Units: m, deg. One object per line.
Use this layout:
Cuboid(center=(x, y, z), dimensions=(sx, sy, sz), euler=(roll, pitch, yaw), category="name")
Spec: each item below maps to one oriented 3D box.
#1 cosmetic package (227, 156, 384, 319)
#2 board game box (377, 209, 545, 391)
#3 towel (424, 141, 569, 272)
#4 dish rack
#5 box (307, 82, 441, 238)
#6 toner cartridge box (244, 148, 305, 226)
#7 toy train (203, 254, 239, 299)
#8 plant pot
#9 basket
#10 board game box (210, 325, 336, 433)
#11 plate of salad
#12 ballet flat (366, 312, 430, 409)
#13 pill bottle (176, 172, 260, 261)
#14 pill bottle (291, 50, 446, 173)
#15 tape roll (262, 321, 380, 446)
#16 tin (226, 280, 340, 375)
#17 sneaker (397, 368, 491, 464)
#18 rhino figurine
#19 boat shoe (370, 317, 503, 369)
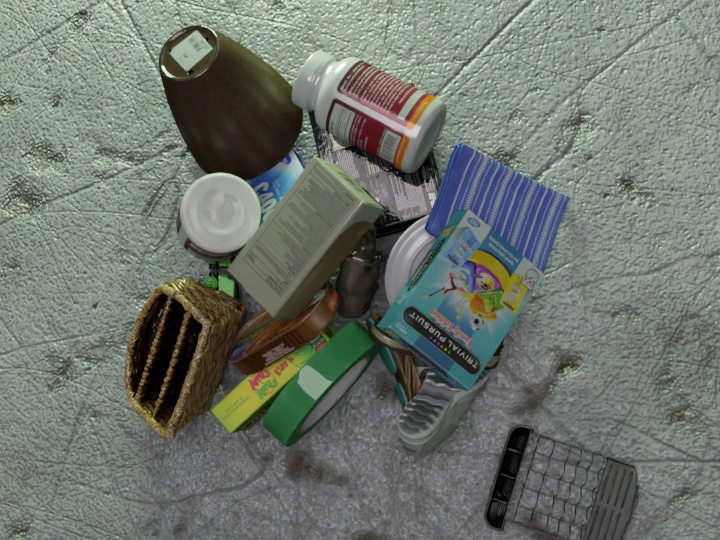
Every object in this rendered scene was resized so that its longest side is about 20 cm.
Cuboid(center=(-0.074, -0.041, 1.553), dimensions=(0.105, 0.071, 0.200), euler=(46, 104, 21), category="cosmetic package")
Cuboid(center=(0.141, 0.041, 1.596), dimensions=(0.151, 0.047, 0.200), euler=(38, 76, -17), category="board game box")
Cuboid(center=(0.197, -0.082, 1.653), dimensions=(0.200, 0.024, 0.145), euler=(24, 78, -18), category="towel")
Cuboid(center=(0.290, 0.317, 1.647), dimensions=(0.200, 0.055, 0.154), euler=(17, 89, 10), category="dish rack")
Cuboid(center=(0.028, -0.155, 1.713), dimensions=(0.164, 0.086, 0.200), euler=(-15, 83, 8), category="box")
Cuboid(center=(-0.113, -0.110, 1.691), dimensions=(0.095, 0.043, 0.200), euler=(-33, 37, 3), category="toner cartridge box")
Cuboid(center=(-0.211, -0.029, 1.769), dimensions=(0.056, 0.042, 0.200), euler=(0, 85, 0), category="toy train")
Cuboid(center=(-0.205, -0.260, 1.676), dimensions=(0.187, 0.200, 0.187), euler=(-8, 63, 16), category="plant pot")
Cuboid(center=(-0.279, 0.119, 1.691), dimensions=(0.143, 0.149, 0.200), euler=(25, 106, 10), category="basket")
Cuboid(center=(-0.120, 0.155, 1.705), dimensions=(0.200, 0.102, 0.048), euler=(-42, 81, 4), category="board game box")
Cuboid(center=(0.131, 0.005, 1.685), dimensions=(0.200, 0.048, 0.200), euler=(-3, 108, -10), category="plate of salad")
Cuboid(center=(0.076, 0.147, 1.698), dimensions=(0.072, 0.068, 0.200), euler=(-21, 82, -13), category="ballet flat")
Cuboid(center=(-0.206, -0.071, 1.652), dimensions=(0.111, 0.200, 0.111), euler=(1, 85, -11), category="pill bottle")
Cuboid(center=(0.010, -0.228, 1.621), dimensions=(0.200, 0.113, 0.113), euler=(29, 91, 11), category="pill bottle")
Cuboid(center=(-0.053, 0.161, 1.644), dimensions=(0.048, 0.200, 0.200), euler=(41, 93, 11), category="tape roll")
Cuboid(center=(-0.109, 0.080, 1.651), dimensions=(0.200, 0.112, 0.042), euler=(-31, 118, 31), category="tin")
Cuboid(center=(0.115, 0.194, 1.649), dimensions=(0.075, 0.200, 0.082), euler=(26, 135, 29), category="sneaker")
Cuboid(center=(0.000, 0.000, 1.640), dimensions=(0.060, 0.200, 0.087), euler=(25, 59, 8), category="rhino figurine")
Cuboid(center=(0.113, 0.083, 1.646), dimensions=(0.202, 0.075, 0.075), euler=(11, 107, -25), category="boat shoe")
